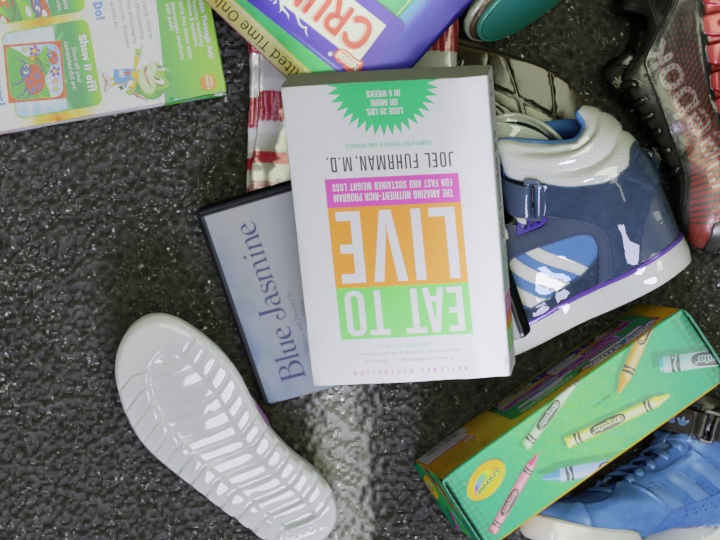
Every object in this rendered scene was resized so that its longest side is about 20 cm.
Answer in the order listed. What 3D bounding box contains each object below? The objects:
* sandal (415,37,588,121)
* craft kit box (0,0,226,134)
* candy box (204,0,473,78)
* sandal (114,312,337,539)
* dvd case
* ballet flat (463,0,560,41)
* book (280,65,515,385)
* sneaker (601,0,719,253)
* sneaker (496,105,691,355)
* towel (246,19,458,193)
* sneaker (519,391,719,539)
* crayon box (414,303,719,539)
[{"bbox_3d":[0.074,-0.114,1.668,0.199,0.055,0.082,20,96,8],"label":"sandal"},{"bbox_3d":[-0.203,-0.198,1.631,0.196,0.049,0.201,-10,92,-5],"label":"craft kit box"},{"bbox_3d":[-0.002,-0.219,1.582,0.169,0.077,0.200,42,98,-5],"label":"candy box"},{"bbox_3d":[-0.095,0.110,1.650,0.082,0.050,0.203,-35,108,9],"label":"sandal"},{"bbox_3d":[0.000,0.000,1.620,0.199,0.018,0.143,-16,100,24],"label":"dvd case"},{"bbox_3d":[0.139,-0.230,1.672,0.200,0.069,0.070,-35,95,-10],"label":"ballet flat"},{"bbox_3d":[0.027,-0.029,1.562,0.133,0.048,0.201,-2,109,13],"label":"book"},{"bbox_3d":[0.215,-0.110,1.675,0.097,0.071,0.202,-5,89,-8],"label":"sneaker"},{"bbox_3d":[0.109,-0.033,1.622,0.199,0.081,0.147,-25,101,32],"label":"sneaker"},{"bbox_3d":[-0.006,-0.119,1.643,0.143,0.023,0.201,2,94,10],"label":"towel"},{"bbox_3d":[0.200,0.132,1.661,0.199,0.077,0.112,1,94,-22],"label":"sneaker"},{"bbox_3d":[0.139,0.101,1.643,0.200,0.119,0.058,-35,95,-6],"label":"crayon box"}]
